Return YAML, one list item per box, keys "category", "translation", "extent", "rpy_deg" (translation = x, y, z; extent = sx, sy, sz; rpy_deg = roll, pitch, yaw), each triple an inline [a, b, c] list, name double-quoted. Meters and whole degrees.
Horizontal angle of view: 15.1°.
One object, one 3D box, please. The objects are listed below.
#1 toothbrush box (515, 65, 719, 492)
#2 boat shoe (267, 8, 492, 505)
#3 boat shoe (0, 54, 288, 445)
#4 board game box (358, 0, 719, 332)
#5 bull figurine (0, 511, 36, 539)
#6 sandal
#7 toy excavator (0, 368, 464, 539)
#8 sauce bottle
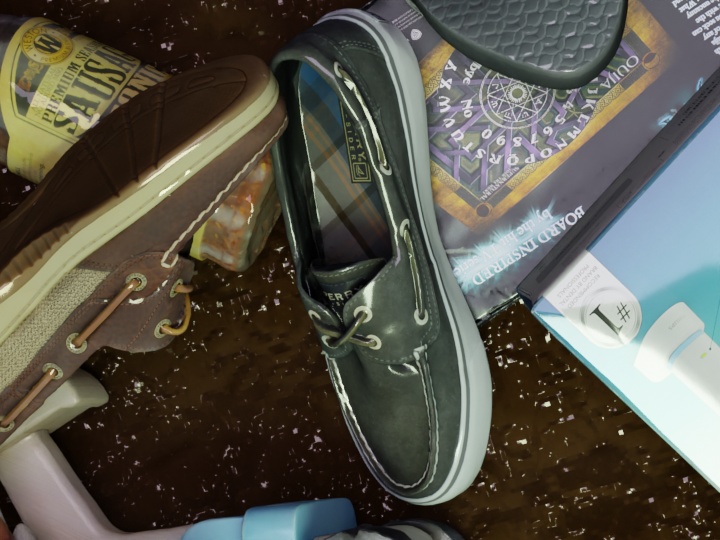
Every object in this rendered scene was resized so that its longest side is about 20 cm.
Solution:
- category: "toothbrush box"
  translation: [0.180, 0.026, 1.032]
  extent: [0.200, 0.085, 0.147]
  rpy_deg: [42, 94, -3]
- category: "boat shoe"
  translation: [0.000, 0.000, 1.063]
  extent: [0.068, 0.057, 0.202]
  rpy_deg: [-4, 102, 34]
- category: "boat shoe"
  translation: [-0.095, -0.001, 1.046]
  extent: [0.200, 0.072, 0.072]
  rpy_deg: [-41, 117, 12]
- category: "board game box"
  translation: [0.090, -0.083, 1.090]
  extent: [0.199, 0.028, 0.136]
  rpy_deg: [-32, 85, 5]
- category: "bull figurine"
  translation: [-0.193, 0.108, 1.011]
  extent: [0.065, 0.200, 0.122]
  rpy_deg: [-34, 40, 27]
- category: "sandal"
  translation: [0.032, -0.134, 1.071]
  extent: [0.076, 0.043, 0.200]
  rpy_deg: [-46, 57, -9]
- category: "toy excavator"
  translation: [-0.059, 0.128, 1.077]
  extent: [0.198, 0.100, 0.196]
  rpy_deg: [-7, 86, 15]
- category: "sauce bottle"
  translation: [-0.124, -0.065, 1.098]
  extent: [0.199, 0.066, 0.066]
  rpy_deg: [23, 91, 5]
